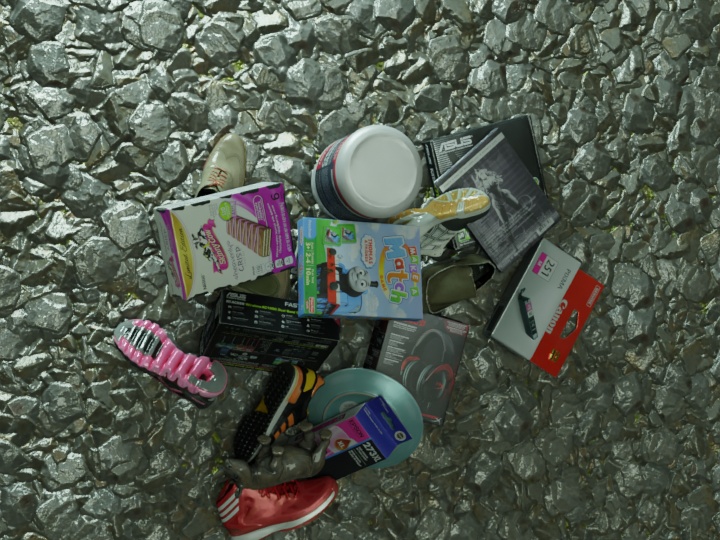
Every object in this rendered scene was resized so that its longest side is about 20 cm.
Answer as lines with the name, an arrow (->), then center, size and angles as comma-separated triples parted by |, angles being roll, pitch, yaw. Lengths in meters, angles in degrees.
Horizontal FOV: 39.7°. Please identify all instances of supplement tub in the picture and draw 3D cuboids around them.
supplement tub -> 0.004, -0.148, 1.583 | 0.139, 0.200, 0.142 | 0, 89, -18

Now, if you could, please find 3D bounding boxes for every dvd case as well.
dvd case -> 0.237, -0.119, 1.711 | 0.148, 0.016, 0.201 | -41, 105, -10

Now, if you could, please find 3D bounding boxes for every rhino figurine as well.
rhino figurine -> -0.140, 0.306, 1.575 | 0.198, 0.060, 0.088 | -13, 125, -25

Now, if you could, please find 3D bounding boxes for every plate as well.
plate -> 0.005, 0.252, 1.643 | 0.198, 0.026, 0.202 | 7, 120, 12

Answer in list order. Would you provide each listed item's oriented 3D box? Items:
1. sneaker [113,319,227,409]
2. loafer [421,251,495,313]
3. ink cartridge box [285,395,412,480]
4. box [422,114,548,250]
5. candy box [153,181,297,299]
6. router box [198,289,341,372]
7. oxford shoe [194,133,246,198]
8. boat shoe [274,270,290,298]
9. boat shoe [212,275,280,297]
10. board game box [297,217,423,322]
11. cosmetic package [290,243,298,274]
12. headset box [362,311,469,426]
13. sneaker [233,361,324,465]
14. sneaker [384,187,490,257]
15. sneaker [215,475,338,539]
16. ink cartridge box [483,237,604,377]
sneaker -> -0.307, 0.155, 1.577 | 0.199, 0.096, 0.079 | 32, 54, 5
loafer -> 0.158, 0.017, 1.671 | 0.199, 0.069, 0.076 | -32, 116, -44
ink cartridge box -> -0.021, 0.284, 1.634 | 0.199, 0.037, 0.095 | -29, 106, 24
box -> 0.223, -0.154, 1.736 | 0.198, 0.047, 0.195 | -15, 100, -16
candy box -> -0.201, -0.048, 1.502 | 0.198, 0.061, 0.138 | -18, 104, -34
router box -> -0.144, 0.103, 1.580 | 0.198, 0.150, 0.063 | 10, 58, -17
oxford shoe -> -0.221, -0.133, 1.568 | 0.070, 0.075, 0.202 | 15, 71, -7
boat shoe -> -0.150, -0.037, 1.617 | 0.071, 0.065, 0.203 | -8, 96, -16
boat shoe -> -0.224, 0.008, 1.589 | 0.199, 0.069, 0.075 | 31, 51, 5
board game box -> 0.000, 0.000, 1.562 | 0.198, 0.037, 0.153 | 3, 77, -21
cosmetic package -> -0.009, -0.015, 1.642 | 0.198, 0.051, 0.083 | 16, 112, -8
headset box -> 0.090, 0.147, 1.698 | 0.147, 0.075, 0.202 | 16, 89, -16
sneaker -> -0.129, 0.244, 1.624 | 0.089, 0.070, 0.201 | 17, 112, -37
sneaker -> 0.136, -0.071, 1.668 | 0.198, 0.076, 0.088 | -18, 118, 28
sneaker -> -0.142, 0.361, 1.618 | 0.198, 0.078, 0.116 | -27, 111, -3
ink cartridge box -> 0.339, 0.070, 1.789 | 0.173, 0.044, 0.201 | 31, 84, -15
